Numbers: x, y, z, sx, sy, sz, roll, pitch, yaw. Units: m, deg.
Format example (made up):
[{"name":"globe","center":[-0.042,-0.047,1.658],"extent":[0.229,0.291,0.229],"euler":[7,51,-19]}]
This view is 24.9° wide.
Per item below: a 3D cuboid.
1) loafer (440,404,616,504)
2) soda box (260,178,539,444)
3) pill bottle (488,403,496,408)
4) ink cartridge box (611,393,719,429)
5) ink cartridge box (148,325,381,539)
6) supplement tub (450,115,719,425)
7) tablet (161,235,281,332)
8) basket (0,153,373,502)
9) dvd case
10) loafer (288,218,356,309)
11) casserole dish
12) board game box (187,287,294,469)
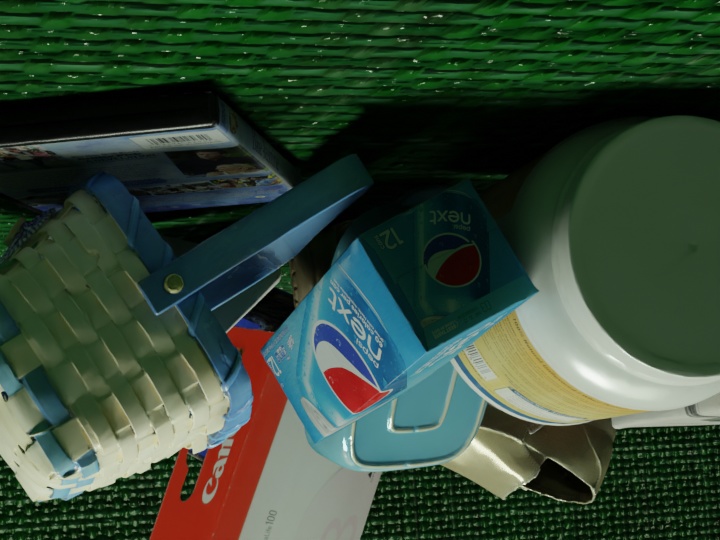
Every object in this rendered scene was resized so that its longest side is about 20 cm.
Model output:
[{"name":"loafer","center":[0.096,0.123,1.151],"extent":[0.199,0.069,0.076],"euler":[9,150,-21]},{"name":"soda box","center":[0.013,0.027,0.824],"extent":[0.068,0.064,0.200],"euler":[-28,172,-23]},{"name":"pill bottle","center":[0.134,0.036,1.110],"extent":[0.199,0.107,0.106],"euler":[-11,178,-33]},{"name":"ink cartridge box","center":[0.218,0.014,0.953],"extent":[0.084,0.146,0.200],"euler":[0,171,-15]},{"name":"ink cartridge box","center":[-0.044,0.121,1.024],"extent":[0.057,0.163,0.200],"euler":[20,-176,22]},{"name":"supplement tub","center":[0.128,0.003,0.838],"extent":[0.144,0.146,0.200],"euler":[-2,172,-14]},{"name":"tablet","center":[-0.147,0.036,0.929],"extent":[0.130,0.014,0.200],"euler":[13,-143,27]},{"name":"basket","center":[-0.095,0.018,0.788],"extent":[0.199,0.140,0.176],"euler":[-28,175,-23]},{"name":"dvd case","center":[-0.115,-0.052,0.791],"extent":[0.142,0.018,0.200],"euler":[-4,173,8]},{"name":"loafer","center":[0.000,0.000,1.048],"extent":[0.067,0.077,0.200],"euler":[-8,180,11]},{"name":"casserole dish","center":[0.035,0.046,0.977],"extent":[0.121,0.201,0.039],"euler":[-2,-151,-26]},{"name":"board game box","center":[-0.093,0.060,1.117],"extent":[0.159,0.097,0.200],"euler":[22,-176,26]}]
